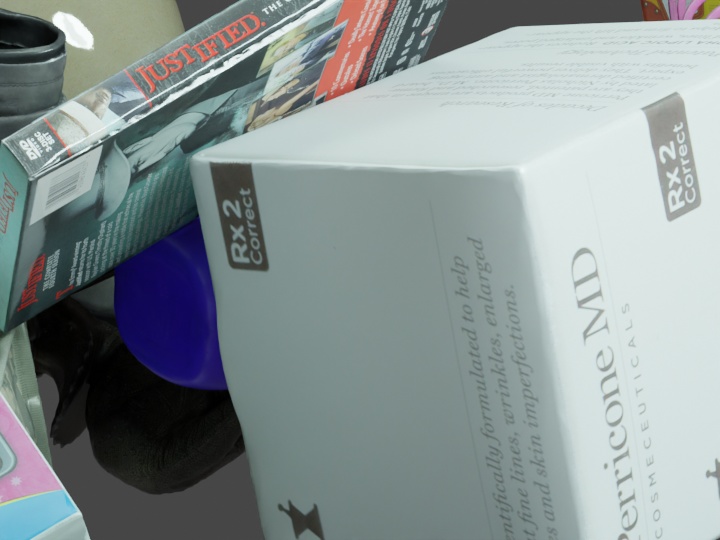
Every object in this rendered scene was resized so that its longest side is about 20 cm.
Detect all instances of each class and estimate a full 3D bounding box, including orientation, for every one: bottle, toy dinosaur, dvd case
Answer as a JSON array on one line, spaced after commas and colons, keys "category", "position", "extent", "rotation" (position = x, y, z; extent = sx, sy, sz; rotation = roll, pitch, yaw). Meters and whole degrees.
[{"category": "bottle", "position": [0.000, 0.000, 1.228], "extent": [0.199, 0.066, 0.083], "rotation": [-10, 22, -35]}, {"category": "toy dinosaur", "position": [-0.077, 0.061, 1.266], "extent": [0.102, 0.077, 0.200], "rotation": [-32, 35, -13]}, {"category": "dvd case", "position": [-0.049, -0.059, 1.107], "extent": [0.200, 0.022, 0.146], "rotation": [-34, -13, -21]}]

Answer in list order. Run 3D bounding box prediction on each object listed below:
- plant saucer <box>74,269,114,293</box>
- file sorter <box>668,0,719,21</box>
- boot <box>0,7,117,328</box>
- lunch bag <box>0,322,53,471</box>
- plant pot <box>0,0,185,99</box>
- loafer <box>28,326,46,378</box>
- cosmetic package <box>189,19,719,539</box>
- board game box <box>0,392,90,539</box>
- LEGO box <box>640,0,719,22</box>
[{"category": "plant saucer", "position": [-0.146, -0.010, 1.223], "extent": [0.199, 0.032, 0.200], "rotation": [-19, -10, -4]}, {"category": "file sorter", "position": [0.228, -0.089, 1.464], "extent": [0.138, 0.126, 0.200], "rotation": [-11, 14, 2]}, {"category": "boot", "position": [-0.130, -0.046, 1.353], "extent": [0.199, 0.132, 0.070], "rotation": [5, 29, 19]}, {"category": "lunch bag", "position": [-0.204, 0.097, 1.103], "extent": [0.163, 0.118, 0.200], "rotation": [-7, 22, 2]}, {"category": "plant pot", "position": [-0.186, -0.136, 1.919], "extent": [0.134, 0.201, 0.200], "rotation": [35, 35, 19]}, {"category": "loafer", "position": [-0.149, 0.026, 1.463], "extent": [0.199, 0.070, 0.075], "rotation": [-28, 43, -16]}, {"category": "cosmetic package", "position": [0.071, 0.009, 1.120], "extent": [0.164, 0.166, 0.200], "rotation": [2, 20, 43]}, {"category": "board game box", "position": [-0.199, 0.057, 1.014], "extent": [0.147, 0.064, 0.200], "rotation": [-31, 63, -14]}, {"category": "LEGO box", "position": [0.302, -0.210, 1.982], "extent": [0.149, 0.078, 0.199], "rotation": [-23, 18, -39]}]
